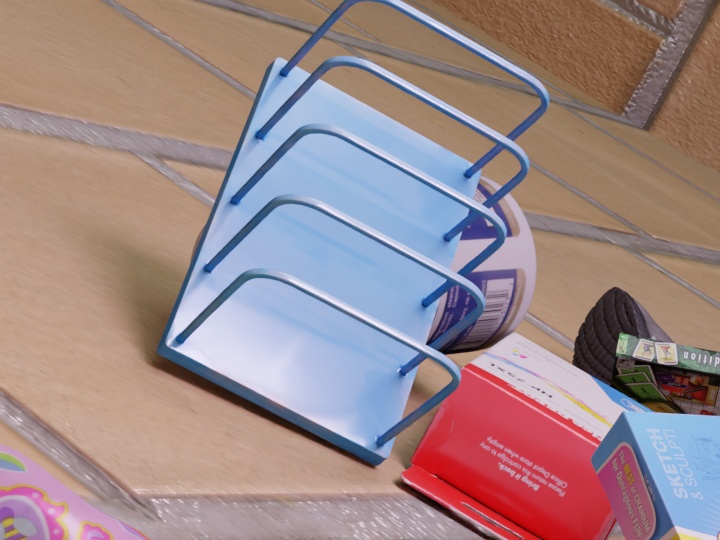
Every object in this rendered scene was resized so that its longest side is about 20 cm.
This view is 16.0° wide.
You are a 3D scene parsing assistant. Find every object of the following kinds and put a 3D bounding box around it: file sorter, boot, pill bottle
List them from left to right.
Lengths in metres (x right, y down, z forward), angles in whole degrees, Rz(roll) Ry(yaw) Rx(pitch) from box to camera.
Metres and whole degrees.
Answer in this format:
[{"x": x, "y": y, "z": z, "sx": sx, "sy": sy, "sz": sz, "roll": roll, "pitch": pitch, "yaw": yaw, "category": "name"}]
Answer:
[{"x": 0.000, "y": 0.000, "z": 1.514, "sx": 0.200, "sy": 0.111, "sz": 0.111, "roll": -4, "pitch": 31, "yaw": -44, "category": "pill bottle"}, {"x": 0.004, "y": -0.028, "z": 1.378, "sx": 0.139, "sy": 0.200, "sz": 0.123, "roll": 28, "pitch": -33, "yaw": -14, "category": "file sorter"}, {"x": 0.231, "y": 0.097, "z": 1.790, "sx": 0.132, "sy": 0.070, "sz": 0.200, "roll": 26, "pitch": 22, "yaw": -27, "category": "boot"}]

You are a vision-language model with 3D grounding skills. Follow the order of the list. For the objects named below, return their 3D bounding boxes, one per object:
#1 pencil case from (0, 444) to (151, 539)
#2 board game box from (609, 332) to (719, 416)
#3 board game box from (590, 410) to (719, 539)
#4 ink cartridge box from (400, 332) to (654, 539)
[{"x": -0.154, "y": 0.088, "z": 0.886, "sx": 0.200, "sy": 0.088, "sz": 0.087, "roll": 32, "pitch": 12, "yaw": 16, "category": "pencil case"}, {"x": 0.256, "y": 0.094, "z": 1.626, "sx": 0.200, "sy": 0.023, "sz": 0.105, "roll": 10, "pitch": -34, "yaw": 6, "category": "board game box"}, {"x": 0.217, "y": 0.160, "z": 1.275, "sx": 0.153, "sy": 0.040, "sz": 0.200, "roll": 4, "pitch": 44, "yaw": -28, "category": "board game box"}, {"x": 0.103, "y": 0.102, "z": 1.458, "sx": 0.116, "sy": 0.067, "sz": 0.200, "roll": 30, "pitch": 12, "yaw": 9, "category": "ink cartridge box"}]
